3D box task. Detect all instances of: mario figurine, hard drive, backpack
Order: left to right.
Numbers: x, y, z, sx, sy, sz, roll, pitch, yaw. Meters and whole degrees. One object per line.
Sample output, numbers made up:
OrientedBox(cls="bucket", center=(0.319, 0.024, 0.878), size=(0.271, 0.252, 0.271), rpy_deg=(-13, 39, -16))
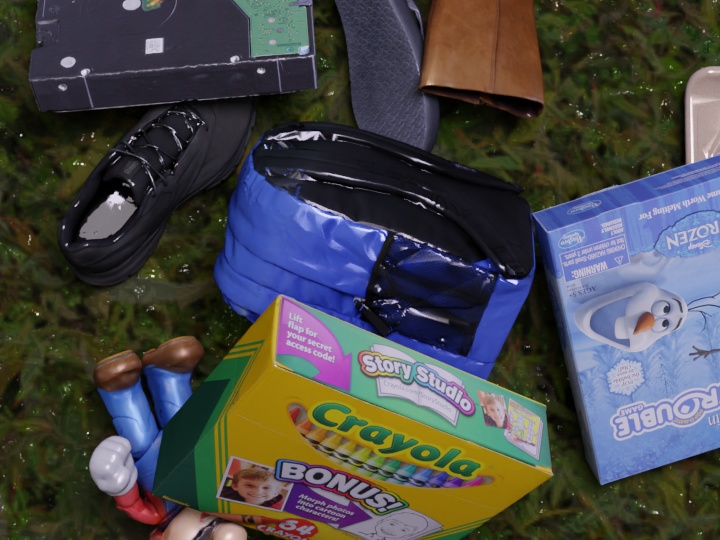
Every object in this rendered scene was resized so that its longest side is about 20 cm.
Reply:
OrientedBox(cls="hard drive", center=(-0.131, -0.181, 0.866), size=(0.197, 0.038, 0.141), rpy_deg=(-6, 54, -1))
OrientedBox(cls="mario figurine", center=(-0.112, 0.146, 0.831), size=(0.122, 0.106, 0.202), rpy_deg=(-20, 83, -4))
OrientedBox(cls="backpack", center=(0.000, 0.000, 0.813), size=(0.198, 0.163, 0.170), rpy_deg=(22, 109, -4))

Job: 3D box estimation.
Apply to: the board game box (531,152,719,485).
OrientedBox(cls="board game box", center=(0.235, 0.028, 0.833), size=(0.197, 0.043, 0.201), rpy_deg=(-17, 113, -1))

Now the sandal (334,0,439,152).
OrientedBox(cls="sandal", center=(0.022, -0.174, 0.883), size=(0.042, 0.076, 0.203), rpy_deg=(-10, 85, -42))

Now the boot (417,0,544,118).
OrientedBox(cls="boot", center=(0.052, -0.218, 0.859), size=(0.186, 0.068, 0.203), rpy_deg=(15, 73, -30))

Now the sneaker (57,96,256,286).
OrientedBox(cls="sneaker", center=(-0.142, -0.076, 0.859), size=(0.075, 0.091, 0.201), rpy_deg=(34, 84, 5))

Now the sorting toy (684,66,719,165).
OrientedBox(cls="sorting toy", center=(0.330, -0.046, 0.892), size=(0.182, 0.036, 0.203), rpy_deg=(1, 89, 0))

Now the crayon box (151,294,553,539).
OrientedBox(cls="crayon box", center=(-0.007, 0.115, 0.771), size=(0.198, 0.173, 0.059), rpy_deg=(23, 47, -22))
